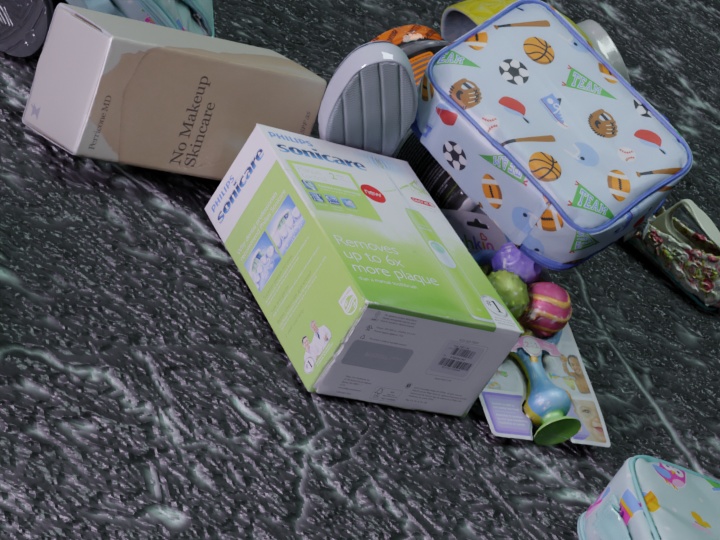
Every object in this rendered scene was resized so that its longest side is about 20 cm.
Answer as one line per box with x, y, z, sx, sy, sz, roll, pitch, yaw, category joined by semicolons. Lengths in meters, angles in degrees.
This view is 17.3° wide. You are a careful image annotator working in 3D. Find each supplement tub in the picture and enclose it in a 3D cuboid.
0.072;-0.099;1.884;0.122;0.123;0.200;10;34;-40;supplement tub

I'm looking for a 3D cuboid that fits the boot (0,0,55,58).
-0.240;-0.228;1.830;0.165;0.066;0.200;51;21;16;boot

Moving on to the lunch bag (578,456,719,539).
0.227;0.216;1.544;0.160;0.077;0.200;19;29;-26;lunch bag

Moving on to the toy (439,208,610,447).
0.121;0.031;1.731;0.115;0.047;0.200;8;54;-36;toy

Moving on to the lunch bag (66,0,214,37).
-0.176;-0.244;1.785;0.200;0.077;0.161;46;31;-53;lunch bag

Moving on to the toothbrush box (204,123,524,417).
0.000;0.000;1.669;0.145;0.086;0.200;12;31;-38;toothbrush box

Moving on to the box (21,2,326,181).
-0.132;-0.122;1.702;0.200;0.095;0.078;6;18;-42;box

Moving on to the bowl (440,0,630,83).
0.159;-0.150;1.966;0.107;0.200;0.200;-27;51;-11;bowl

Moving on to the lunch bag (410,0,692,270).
0.144;-0.100;1.762;0.160;0.076;0.200;-34;76;-35;lunch bag

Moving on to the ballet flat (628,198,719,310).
0.260;-0.046;2.078;0.200;0.064;0.076;39;27;13;ballet flat

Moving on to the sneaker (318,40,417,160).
-0.004;-0.116;1.759;0.073;0.200;0.071;-8;60;-13;sneaker
